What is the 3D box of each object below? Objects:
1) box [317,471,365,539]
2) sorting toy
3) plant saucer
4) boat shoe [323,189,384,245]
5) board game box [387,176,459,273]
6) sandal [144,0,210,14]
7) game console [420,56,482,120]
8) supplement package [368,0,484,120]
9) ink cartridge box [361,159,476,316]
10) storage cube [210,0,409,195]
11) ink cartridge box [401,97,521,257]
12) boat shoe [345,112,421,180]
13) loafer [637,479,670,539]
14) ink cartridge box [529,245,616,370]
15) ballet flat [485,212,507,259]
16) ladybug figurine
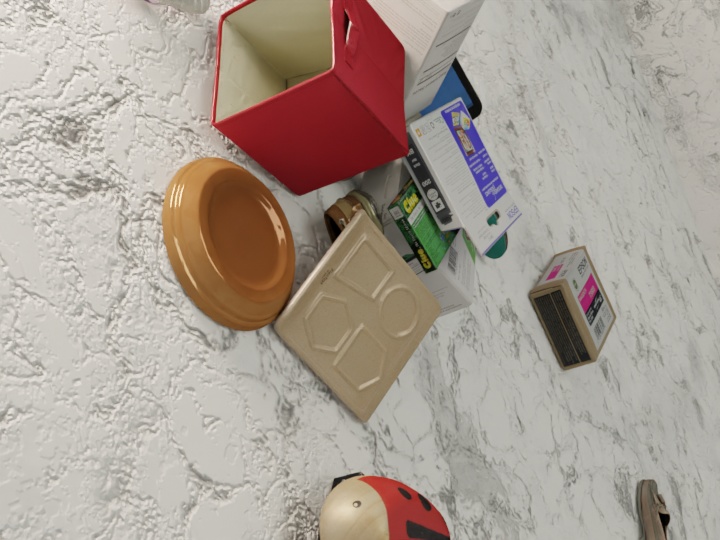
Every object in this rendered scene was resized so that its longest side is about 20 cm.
[{"bbox_3d":[0.008,0.356,0.996,0.162,0.048,0.202,52,35,-27],"label":"box"},{"bbox_3d":[-0.001,0.057,1.106,0.186,0.036,0.201,-53,123,-21],"label":"sorting toy"},{"bbox_3d":[-0.137,-0.035,1.008,0.199,0.037,0.204,31,50,-44],"label":"plant saucer"},{"bbox_3d":[0.000,0.000,1.168,0.073,0.075,0.204,-25,103,-29],"label":"boat shoe"},{"bbox_3d":[0.102,-0.089,1.243,0.106,0.023,0.200,60,33,-15],"label":"board game box"},{"bbox_3d":[-0.240,-0.341,1.017,0.202,0.049,0.085,22,69,-64],"label":"sandal"},{"bbox_3d":[0.082,-0.271,1.380,0.202,0.117,0.172,55,35,-20],"label":"game console"},{"bbox_3d":[0.064,-0.318,1.214,0.121,0.201,0.119,40,45,11],"label":"supplement package"},{"bbox_3d":[0.082,-0.052,1.291,0.200,0.083,0.148,44,40,-32],"label":"ink cartridge box"},{"bbox_3d":[-0.058,-0.227,1.089,0.179,0.197,0.175,37,44,-48],"label":"storage cube"},{"bbox_3d":[0.141,-0.131,1.264,0.203,0.043,0.198,60,33,-4],"label":"ink cartridge box"},{"bbox_3d":[0.013,-0.194,1.280,0.063,0.073,0.200,48,49,-2],"label":"boat shoe"},{"bbox_3d":[0.582,0.498,1.743,0.072,0.062,0.203,45,40,-30],"label":"loafer"},{"bbox_3d":[0.411,0.069,1.717,0.167,0.074,0.200,64,34,-11],"label":"ink cartridge box"},{"bbox_3d":[0.187,-0.109,1.497,0.201,0.067,0.069,50,29,-28],"label":"ballet flat"},{"bbox_3d":[0.037,0.289,0.969,0.198,0.071,0.139,25,51,-47],"label":"ladybug figurine"}]
